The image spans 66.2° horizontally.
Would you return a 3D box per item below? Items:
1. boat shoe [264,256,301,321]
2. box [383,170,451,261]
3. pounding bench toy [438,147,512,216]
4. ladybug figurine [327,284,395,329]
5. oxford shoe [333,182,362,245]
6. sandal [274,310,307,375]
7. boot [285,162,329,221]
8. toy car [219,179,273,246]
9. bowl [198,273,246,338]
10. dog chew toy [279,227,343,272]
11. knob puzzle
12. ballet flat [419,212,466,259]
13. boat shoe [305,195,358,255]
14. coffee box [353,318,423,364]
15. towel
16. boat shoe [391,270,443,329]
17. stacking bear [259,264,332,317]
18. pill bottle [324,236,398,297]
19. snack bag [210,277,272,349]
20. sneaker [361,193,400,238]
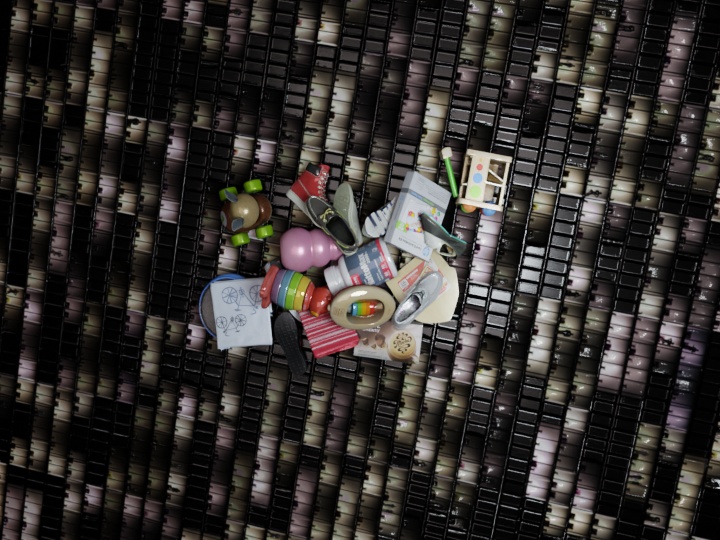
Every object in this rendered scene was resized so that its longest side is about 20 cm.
[{"bbox_3d":[-0.208,0.051,1.642,0.065,0.070,0.204,-33,83,9],"label":"boat shoe"},{"bbox_3d":[0.160,-0.149,1.537,0.153,0.041,0.207,22,88,-35],"label":"box"},{"bbox_3d":[0.300,-0.243,1.526,0.192,0.124,0.162,11,96,5],"label":"pounding bench toy"},{"bbox_3d":[0.000,0.094,1.525,0.192,0.073,0.140,3,121,-20],"label":"ladybug figurine"},{"bbox_3d":[-0.034,-0.154,1.597,0.074,0.057,0.208,-23,68,37],"label":"oxford shoe"},{"bbox_3d":[-0.208,0.216,1.669,0.072,0.045,0.207,-10,108,12],"label":"sandal"},{"bbox_3d":[-0.108,-0.216,1.587,0.199,0.072,0.145,43,96,19],"label":"boot"},{"bbox_3d":[-0.345,-0.164,1.568,0.152,0.200,0.171,-15,93,7],"label":"toy car"},{"bbox_3d":[-0.398,0.115,1.679,0.192,0.039,0.210,1,95,6],"label":"bowl"},{"bbox_3d":[-0.135,-0.063,1.596,0.192,0.124,0.130,-5,95,-10],"label":"dog chew toy"},{"bbox_3d":[0.199,0.061,1.602,0.210,0.030,0.229,0,88,8],"label":"knob puzzle"},{"bbox_3d":[0.224,-0.085,1.532,0.197,0.068,0.070,30,92,-35],"label":"ballet flat"},{"bbox_3d":[-0.077,-0.133,1.511,0.071,0.061,0.202,-41,83,-14],"label":"boat shoe"},{"bbox_3d":[0.081,0.196,1.610,0.192,0.080,0.118,8,95,6],"label":"coffee box"},{"bbox_3d":[-0.099,0.143,1.585,0.140,0.023,0.205,-15,62,-19],"label":"towel"},{"bbox_3d":[0.160,0.077,1.544,0.199,0.069,0.072,-41,80,-8],"label":"boat shoe"},{"bbox_3d":[-0.171,0.067,1.546,0.193,0.122,0.117,18,63,3],"label":"stacking bear"},{"bbox_3d":[0.000,0.000,1.580,0.194,0.120,0.123,-25,92,6],"label":"pill bottle"},{"bbox_3d":[-0.348,0.129,1.644,0.181,0.021,0.209,-6,94,7],"label":"snack bag"},{"bbox_3d":[0.074,-0.152,1.585,0.195,0.115,0.083,-30,94,-22],"label":"sneaker"}]
